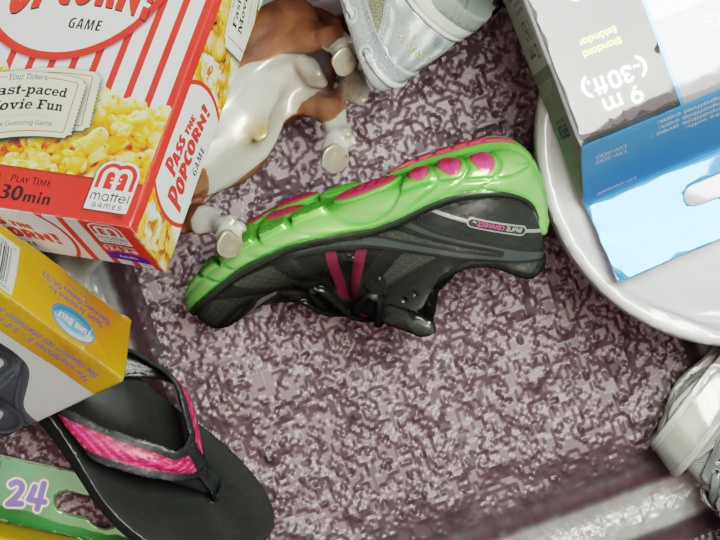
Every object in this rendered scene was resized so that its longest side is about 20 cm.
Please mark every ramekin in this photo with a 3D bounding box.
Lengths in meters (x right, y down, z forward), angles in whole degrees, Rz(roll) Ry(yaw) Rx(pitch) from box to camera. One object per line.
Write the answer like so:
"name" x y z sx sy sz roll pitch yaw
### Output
"ramekin" 0.180 -0.065 0.978 0.200 0.094 0.205 0 90 -3

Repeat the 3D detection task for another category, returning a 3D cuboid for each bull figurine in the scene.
"bull figurine" -0.079 -0.058 0.959 0.200 0.121 0.065 -45 126 -7

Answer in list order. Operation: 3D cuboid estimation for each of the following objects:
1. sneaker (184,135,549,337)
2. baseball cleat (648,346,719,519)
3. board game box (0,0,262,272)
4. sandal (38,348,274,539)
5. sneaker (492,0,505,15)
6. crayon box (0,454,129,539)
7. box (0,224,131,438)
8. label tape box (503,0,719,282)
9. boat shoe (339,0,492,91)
"sneaker" 0.000 0.000 0.954 0.198 0.077 0.084 -16 102 26
"baseball cleat" 0.199 0.124 1.012 0.105 0.070 0.202 5 83 2
"board game box" -0.131 -0.107 0.917 0.150 0.046 0.202 8 66 22
"sandal" -0.121 0.070 0.977 0.200 0.045 0.075 45 47 -3
"sneaker" 0.106 -0.198 0.978 0.199 0.078 0.086 -28 93 -2
"crayon box" -0.148 0.207 0.994 0.124 0.052 0.202 12 91 -4
"box" -0.220 0.044 0.923 0.199 0.042 0.119 -27 133 28
"label tape box" 0.149 -0.114 0.897 0.142 0.066 0.202 -22 90 -3
"boat shoe" -0.002 -0.175 0.940 0.065 0.074 0.203 -40 54 23
